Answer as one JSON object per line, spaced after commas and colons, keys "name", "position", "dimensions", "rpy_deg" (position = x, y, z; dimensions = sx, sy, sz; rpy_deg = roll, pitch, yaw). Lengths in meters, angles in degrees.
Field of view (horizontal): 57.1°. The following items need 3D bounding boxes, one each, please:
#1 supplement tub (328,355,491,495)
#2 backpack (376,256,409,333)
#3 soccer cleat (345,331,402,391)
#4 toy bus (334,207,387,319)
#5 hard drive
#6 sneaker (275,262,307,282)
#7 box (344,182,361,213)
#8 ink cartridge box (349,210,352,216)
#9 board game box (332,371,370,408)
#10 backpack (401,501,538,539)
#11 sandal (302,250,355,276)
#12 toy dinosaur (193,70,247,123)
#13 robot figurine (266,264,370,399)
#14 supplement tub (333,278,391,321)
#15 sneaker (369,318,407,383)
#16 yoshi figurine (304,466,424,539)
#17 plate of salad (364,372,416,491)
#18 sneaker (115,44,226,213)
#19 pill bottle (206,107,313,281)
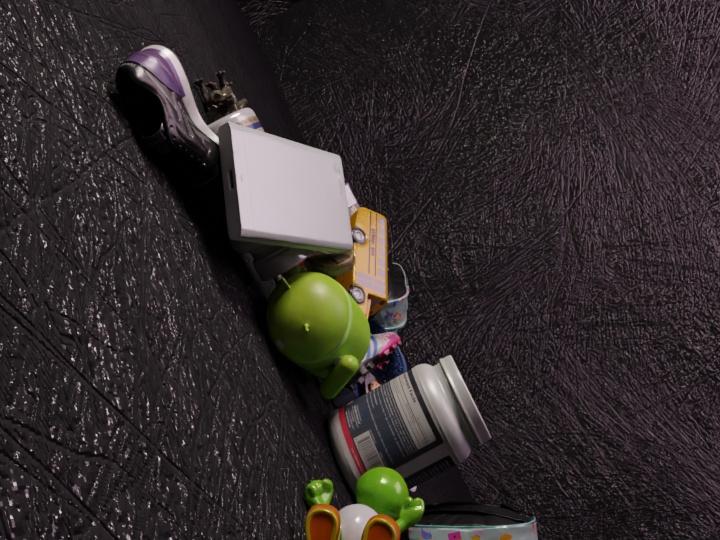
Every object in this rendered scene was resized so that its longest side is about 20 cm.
{"name": "supplement tub", "position": [0.066, 0.219, 0.914], "dimensions": [0.143, 0.196, 0.140], "rpy_deg": [62, 4, -8]}
{"name": "backpack", "position": [0.023, 0.068, 1.463], "dimensions": [0.201, 0.172, 0.155], "rpy_deg": [-103, -165, -72]}
{"name": "soccer cleat", "position": [0.002, 0.122, 1.054], "dimensions": [0.086, 0.071, 0.199], "rpy_deg": [41, 21, 13]}
{"name": "toy bus", "position": [0.000, 0.000, 1.063], "dimensions": [0.077, 0.065, 0.205], "rpy_deg": [20, 52, -27]}
{"name": "hard drive", "position": [-0.087, -0.096, 0.819], "dimensions": [0.198, 0.026, 0.136], "rpy_deg": [5, 73, -52]}
{"name": "sneaker", "position": [-0.093, -0.001, 1.075], "dimensions": [0.203, 0.083, 0.077], "rpy_deg": [62, 3, -19]}
{"name": "box", "position": [-0.058, -0.072, 1.380], "dimensions": [0.198, 0.046, 0.162], "rpy_deg": [-22, -83, 50]}
{"name": "ink cartridge box", "position": [-0.081, -0.074, 1.251], "dimensions": [0.204, 0.142, 0.085], "rpy_deg": [63, 8, 3]}
{"name": "board game box", "position": [-0.017, 0.185, 1.158], "dimensions": [0.201, 0.043, 0.202], "rpy_deg": [58, 8, -47]}
{"name": "backpack", "position": [0.145, 0.387, 0.883], "dimensions": [0.176, 0.194, 0.157], "rpy_deg": [57, 23, -68]}
{"name": "sandal", "position": [-0.047, -0.011, 0.970], "dimensions": [0.200, 0.078, 0.055], "rpy_deg": [-134, -152, -73]}
{"name": "toy dinosaur", "position": [-0.245, -0.293, 1.191], "dimensions": [0.200, 0.075, 0.105], "rpy_deg": [-141, -145, -88]}
{"name": "robot figurine", "position": [-0.054, 0.075, 0.882], "dimensions": [0.177, 0.114, 0.200], "rpy_deg": [58, 2, 26]}
{"name": "supplement tub", "position": [-0.041, 0.001, 1.151], "dimensions": [0.199, 0.107, 0.107], "rpy_deg": [41, 7, -7]}
{"name": "sneaker", "position": [0.029, 0.133, 1.206], "dimensions": [0.201, 0.070, 0.078], "rpy_deg": [54, 5, 32]}
{"name": "yoshi figurine", "position": [0.007, 0.248, 0.675], "dimensions": [0.114, 0.111, 0.200], "rpy_deg": [57, -1, 17]}
{"name": "plate of salad", "position": [0.058, 0.258, 1.084], "dimensions": [0.201, 0.047, 0.204], "rpy_deg": [-89, 154, -74]}
{"name": "sneaker", "position": [-0.209, -0.141, 0.743], "dimensions": [0.203, 0.074, 0.088], "rpy_deg": [61, 24, -23]}
{"name": "pill bottle", "position": [-0.142, -0.095, 0.863], "dimensions": [0.203, 0.109, 0.111], "rpy_deg": [62, 4, -10]}
